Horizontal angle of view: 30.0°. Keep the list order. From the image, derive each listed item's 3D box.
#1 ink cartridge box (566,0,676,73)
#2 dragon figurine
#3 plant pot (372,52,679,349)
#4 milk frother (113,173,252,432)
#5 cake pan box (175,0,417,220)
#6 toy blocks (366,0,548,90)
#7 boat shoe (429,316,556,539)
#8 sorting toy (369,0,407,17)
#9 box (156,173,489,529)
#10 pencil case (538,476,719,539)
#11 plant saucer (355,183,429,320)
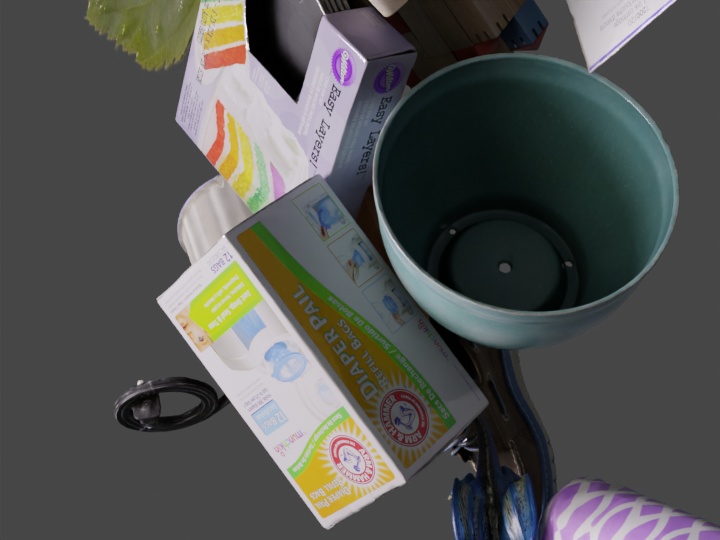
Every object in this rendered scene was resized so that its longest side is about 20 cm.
[{"bbox_3d":[0.192,-0.264,0.877,0.198,0.043,0.202,-39,59,50],"label":"ink cartridge box"},{"bbox_3d":[0.092,0.172,0.938,0.099,0.058,0.202,74,-169,-81],"label":"dragon figurine"},{"bbox_3d":[0.104,-0.027,0.923,0.135,0.198,0.202,94,155,-60],"label":"plant pot"},{"bbox_3d":[-0.136,0.037,1.228,0.189,0.198,0.182,-116,30,-46],"label":"milk frother"},{"bbox_3d":[-0.053,-0.135,0.970,0.184,0.052,0.201,48,138,26],"label":"cake pan box"},{"bbox_3d":[0.061,-0.182,1.013,0.199,0.100,0.137,-6,130,53],"label":"toy blocks"},{"bbox_3d":[0.090,0.112,1.034,0.072,0.072,0.202,-35,65,51],"label":"boat shoe"},{"bbox_3d":[0.043,-0.292,0.921,0.199,0.070,0.200,-43,29,7],"label":"sorting toy"},{"bbox_3d":[-0.026,0.057,0.921,0.201,0.101,0.112,54,138,1],"label":"box"},{"bbox_3d":[0.204,0.200,0.875,0.199,0.083,0.086,21,132,54],"label":"pencil case"},{"bbox_3d":[0.000,0.000,1.066,0.200,0.037,0.202,164,90,-75],"label":"plant saucer"}]
